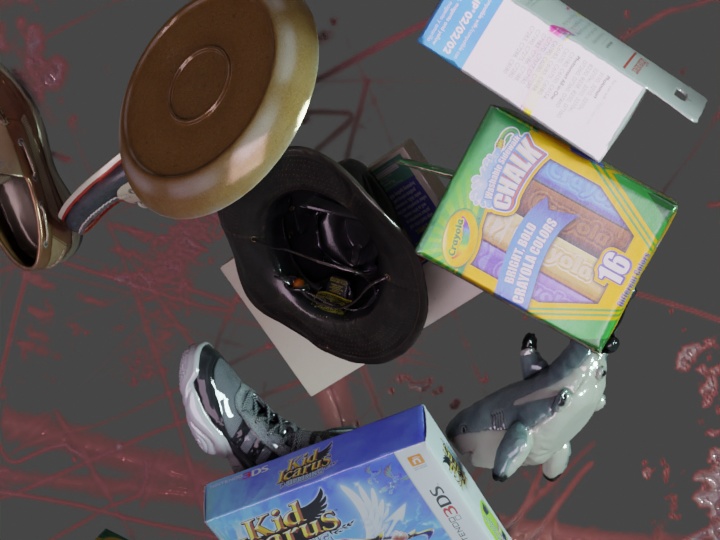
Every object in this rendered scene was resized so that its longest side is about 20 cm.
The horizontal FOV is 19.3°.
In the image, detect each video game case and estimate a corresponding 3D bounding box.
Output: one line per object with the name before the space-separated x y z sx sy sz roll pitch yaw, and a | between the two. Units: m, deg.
video game case | 0.001 0.212 1.712 0.199 0.046 0.182 -21 127 16

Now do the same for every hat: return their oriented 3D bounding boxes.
hat | -0.014 -0.029 1.625 0.199 0.081 0.202 22 138 21

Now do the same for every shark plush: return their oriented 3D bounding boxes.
shark plush | 0.143 0.086 1.660 0.083 0.090 0.201 51 127 29

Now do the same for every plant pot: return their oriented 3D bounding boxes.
plant pot | -0.116 -0.137 1.605 0.199 0.201 0.027 -31 140 27

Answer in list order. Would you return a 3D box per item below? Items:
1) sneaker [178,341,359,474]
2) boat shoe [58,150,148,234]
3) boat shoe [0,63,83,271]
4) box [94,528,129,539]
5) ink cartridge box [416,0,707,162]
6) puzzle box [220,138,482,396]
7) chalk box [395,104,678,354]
sneaker | -0.064 0.135 1.746 0.113 0.076 0.201 -19 109 24
boat shoe | -0.162 -0.084 1.698 0.199 0.071 0.063 -37 98 23
boat shoe | -0.296 -0.090 1.737 0.075 0.072 0.201 -25 101 25
box | -0.163 0.324 1.867 0.199 0.048 0.118 27 116 10
ink cartridge box | 0.149 -0.145 1.533 0.199 0.115 0.068 34 108 4
puzzle box | 0.000 0.000 1.696 0.199 0.025 0.134 -32 97 26
chalk box | 0.121 -0.045 1.566 0.199 0.124 0.125 30 98 5
